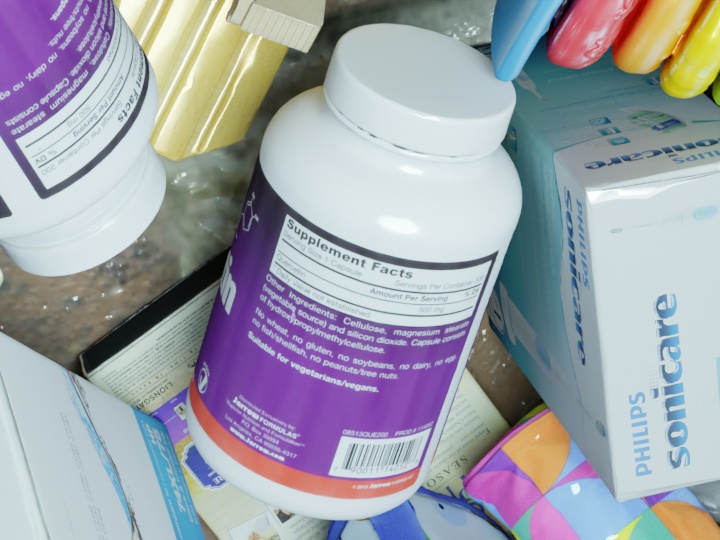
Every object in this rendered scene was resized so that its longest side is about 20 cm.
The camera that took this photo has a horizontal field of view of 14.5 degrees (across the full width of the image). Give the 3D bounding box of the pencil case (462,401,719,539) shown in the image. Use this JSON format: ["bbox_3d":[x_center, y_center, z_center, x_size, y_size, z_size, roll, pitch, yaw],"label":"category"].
[{"bbox_3d":[0.134,0.148,1.299,0.088,0.088,0.200,-37,80,3],"label":"pencil case"}]

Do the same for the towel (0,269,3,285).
[{"bbox_3d":[-0.243,-0.029,1.172,0.148,0.200,0.037,53,55,-25],"label":"towel"}]

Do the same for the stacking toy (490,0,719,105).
[{"bbox_3d":[0.163,-0.101,1.149,0.200,0.116,0.110,28,148,-2],"label":"stacking toy"}]

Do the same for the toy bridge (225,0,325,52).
[{"bbox_3d":[-0.015,-0.167,1.108,0.067,0.027,0.200,19,133,-14],"label":"toy bridge"}]

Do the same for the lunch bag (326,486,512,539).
[{"bbox_3d":[0.059,0.206,1.304,0.124,0.170,0.200,-30,141,-3],"label":"lunch bag"}]

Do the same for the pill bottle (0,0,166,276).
[{"bbox_3d":[-0.153,-0.091,1.131,0.112,0.113,0.200,-30,132,-1],"label":"pill bottle"}]

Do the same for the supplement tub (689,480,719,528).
[{"bbox_3d":[0.212,0.137,1.372,0.122,0.123,0.200,-15,114,-8],"label":"supplement tub"}]

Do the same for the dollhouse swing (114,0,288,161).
[{"bbox_3d":[-0.073,-0.149,1.173,0.200,0.182,0.176,25,83,-22],"label":"dollhouse swing"}]

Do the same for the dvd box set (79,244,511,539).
[{"bbox_3d":[-0.017,0.074,1.340,0.146,0.029,0.200,-37,114,2],"label":"dvd box set"}]

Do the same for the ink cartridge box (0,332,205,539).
[{"bbox_3d":[-0.162,0.134,1.201,0.147,0.146,0.200,-23,159,11],"label":"ink cartridge box"}]

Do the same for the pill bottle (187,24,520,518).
[{"bbox_3d":[0.000,0.000,1.210,0.112,0.113,0.200,8,121,-17],"label":"pill bottle"}]

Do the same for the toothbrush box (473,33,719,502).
[{"bbox_3d":[0.114,-0.010,1.247,0.085,0.200,0.147,-11,112,-9],"label":"toothbrush box"}]
